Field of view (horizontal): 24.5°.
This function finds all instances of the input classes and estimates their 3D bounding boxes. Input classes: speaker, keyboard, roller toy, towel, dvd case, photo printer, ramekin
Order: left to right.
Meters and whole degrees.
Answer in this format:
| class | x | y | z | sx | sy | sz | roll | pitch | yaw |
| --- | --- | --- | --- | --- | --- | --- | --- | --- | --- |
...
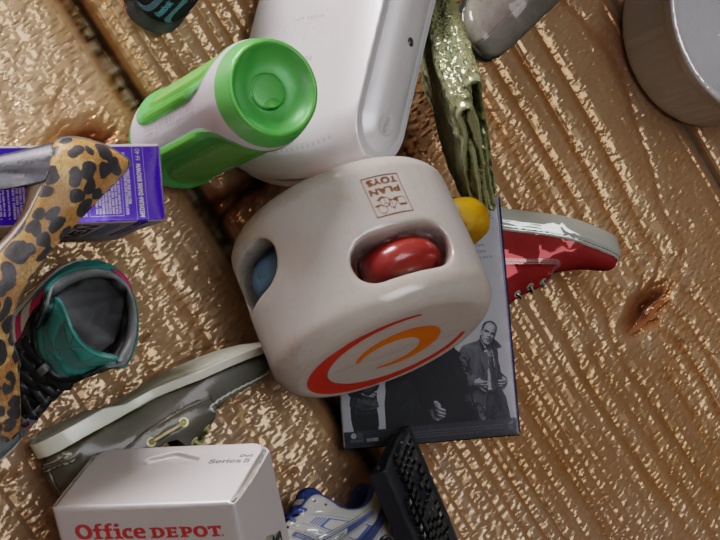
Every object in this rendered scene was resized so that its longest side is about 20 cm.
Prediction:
| class | x | y | z | sx | sy | sz | roll | pitch | yaw |
| --- | --- | --- | --- | --- | --- | --- | --- | --- | --- |
| speaker | -0.109 | -0.117 | 1.267 | 0.088 | 0.200 | 0.089 | 5 | 80 | -28 |
| photo printer | -0.026 | -0.165 | 1.343 | 0.069 | 0.166 | 0.202 | 28 | 70 | -43 |
| roller toy | 0.000 | 0.000 | 1.290 | 0.182 | 0.199 | 0.141 | 24 | 40 | -65 |
| dvd case | 0.051 | 0.044 | 1.391 | 0.149 | 0.025 | 0.202 | -5 | 84 | 4 |
| keyboard | 0.052 | 0.236 | 1.351 | 0.201 | 0.020 | 0.127 | 66 | 33 | -25 |
| towel | 0.076 | -0.152 | 1.374 | 0.036 | 0.149 | 0.201 | -11 | 46 | 0 |
| ramekin | 0.348 | -0.234 | 1.596 | 0.199 | 0.098 | 0.202 | 5 | 80 | -28 |

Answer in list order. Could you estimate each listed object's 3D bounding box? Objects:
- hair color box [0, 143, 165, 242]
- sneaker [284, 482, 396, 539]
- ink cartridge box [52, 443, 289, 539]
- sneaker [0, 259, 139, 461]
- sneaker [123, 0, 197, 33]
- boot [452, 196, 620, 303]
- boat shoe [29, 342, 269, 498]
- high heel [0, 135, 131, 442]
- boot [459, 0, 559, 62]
| class | x | y | z | sx | sy | sz | roll | pitch | yaw |
| --- | --- | --- | --- | --- | --- | --- | --- | --- | --- |
| hair color box | -0.257 | -0.054 | 1.228 | 0.199 | 0.109 | 0.065 | -2 | 84 | -28 |
| sneaker | -0.054 | 0.224 | 1.330 | 0.199 | 0.075 | 0.089 | -9 | 79 | -38 |
| ink cartridge box | -0.124 | 0.235 | 1.201 | 0.084 | 0.144 | 0.202 | -56 | 138 | -63 |
| sneaker | -0.231 | 0.069 | 1.217 | 0.084 | 0.121 | 0.201 | 42 | 66 | -18 |
| sneaker | -0.128 | -0.290 | 1.350 | 0.073 | 0.082 | 0.202 | 21 | 72 | -23 |
| boot | 0.135 | 0.021 | 1.459 | 0.198 | 0.072 | 0.146 | 7 | 80 | -20 |
| boat shoe | -0.154 | 0.115 | 1.284 | 0.201 | 0.072 | 0.061 | -25 | 96 | -23 |
| high heel | -0.214 | 0.012 | 1.153 | 0.141 | 0.071 | 0.202 | -13 | 102 | -18 |
| boot | 0.178 | -0.276 | 1.488 | 0.068 | 0.130 | 0.200 | 49 | 64 | -13 |
